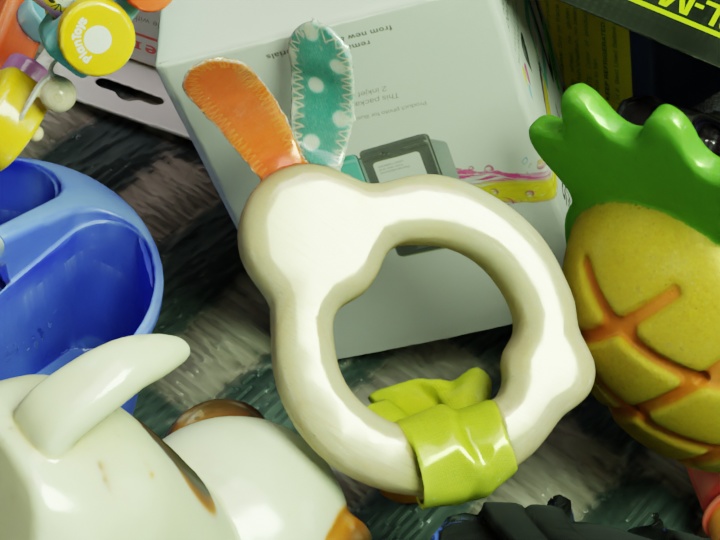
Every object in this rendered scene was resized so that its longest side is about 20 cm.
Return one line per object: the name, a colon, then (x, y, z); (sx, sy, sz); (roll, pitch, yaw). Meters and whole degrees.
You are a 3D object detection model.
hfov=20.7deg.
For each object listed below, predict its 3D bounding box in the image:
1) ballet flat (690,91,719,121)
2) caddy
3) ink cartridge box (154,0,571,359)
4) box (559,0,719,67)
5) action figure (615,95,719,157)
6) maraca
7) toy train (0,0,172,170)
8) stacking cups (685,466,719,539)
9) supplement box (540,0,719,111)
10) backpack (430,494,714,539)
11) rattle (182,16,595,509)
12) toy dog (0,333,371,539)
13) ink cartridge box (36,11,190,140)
ballet flat: (0.164, -0.045, 1.009); (0.072, 0.072, 0.200); (32, 52, 18)
caddy: (-0.174, 0.032, 0.845); (0.141, 0.105, 0.200); (31, 50, 18)
ink cartridge box: (0.011, -0.085, 0.899); (0.145, 0.201, 0.148); (-12, 46, 12)
box: (0.154, -0.152, 0.855); (0.192, 0.048, 0.201); (22, 34, -11)
action figure: (0.202, -0.031, 0.881); (0.199, 0.131, 0.069); (16, -2, 35)
maraca: (0.135, 0.006, 0.802); (0.136, 0.201, 0.107); (16, 55, 43)
toy train: (-0.140, -0.112, 0.841); (0.055, 0.200, 0.151); (35, 45, -22)
stacking cups: (0.184, 0.152, 0.844); (0.060, 0.061, 0.201); (-5, 46, -15)
supplement box: (0.113, -0.169, 1.040); (0.109, 0.110, 0.199); (-30, 38, -32)
backpack: (0.078, 0.178, 0.727); (0.161, 0.169, 0.200); (15, 15, -2)
rattle: (0.000, 0.000, 0.822); (0.130, 0.143, 0.200); (-44, 89, 6)
toy dog: (-0.090, 0.102, 0.756); (0.139, 0.195, 0.199); (31, 15, 34)
ink cartridge box: (-0.093, -0.167, 1.068); (0.115, 0.068, 0.201); (18, 47, 6)
